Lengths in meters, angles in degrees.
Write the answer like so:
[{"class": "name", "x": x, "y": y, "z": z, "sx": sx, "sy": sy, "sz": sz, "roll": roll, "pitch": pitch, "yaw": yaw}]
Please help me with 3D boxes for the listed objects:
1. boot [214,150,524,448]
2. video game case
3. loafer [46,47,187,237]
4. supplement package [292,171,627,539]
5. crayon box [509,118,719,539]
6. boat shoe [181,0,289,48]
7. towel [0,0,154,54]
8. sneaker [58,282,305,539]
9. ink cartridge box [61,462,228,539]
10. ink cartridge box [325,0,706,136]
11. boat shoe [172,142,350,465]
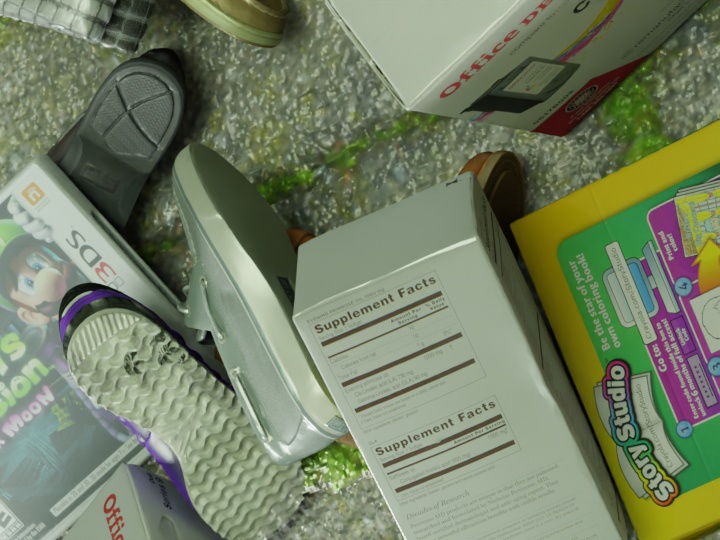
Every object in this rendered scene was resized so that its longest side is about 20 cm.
[{"class": "boot", "x": 0.000, "y": 0.000, "z": 1.678, "sx": 0.155, "sy": 0.074, "sz": 0.200, "roll": 27, "pitch": 99, "yaw": 29}, {"class": "video game case", "x": -0.202, "y": 0.058, "z": 1.772, "sx": 0.200, "sy": 0.023, "sz": 0.182, "roll": -41, "pitch": 93, "yaw": 22}, {"class": "loafer", "x": -0.167, "y": -0.054, "z": 1.779, "sx": 0.072, "sy": 0.063, "sz": 0.200, "roll": 35, "pitch": 112, "yaw": -8}, {"class": "supplement package", "x": 0.054, "y": 0.068, "z": 1.569, "sx": 0.109, "sy": 0.114, "sz": 0.200, "roll": -24, "pitch": 108, "yaw": 9}, {"class": "crayon box", "x": 0.199, "y": 0.030, "z": 1.581, "sx": 0.172, "sy": 0.058, "sz": 0.200, "roll": -27, "pitch": 77, "yaw": 26}, {"class": "boat shoe", "x": -0.099, "y": -0.220, "z": 1.730, "sx": 0.063, "sy": 0.073, "sz": 0.201, "roll": -45, "pitch": 63, "yaw": 25}, {"class": "towel", "x": -0.190, "y": -0.232, "z": 1.700, "sx": 0.200, "sy": 0.086, "sz": 0.166, "roll": 23, "pitch": 97, "yaw": 30}, {"class": "sneaker", "x": -0.109, "y": 0.075, "z": 1.705, "sx": 0.070, "sy": 0.200, "sz": 0.100, "roll": -41, "pitch": 31, "yaw": -2}, {"class": "ink cartridge box", "x": -0.151, "y": 0.238, "z": 1.710, "sx": 0.200, "sy": 0.084, "sz": 0.146, "roll": -51, "pitch": 32, "yaw": 18}, {"class": "ink cartridge box", "x": 0.095, "y": -0.153, "z": 1.555, "sx": 0.148, "sy": 0.200, "sz": 0.086, "roll": -43, "pitch": 71, "yaw": 21}, {"class": "boat shoe", "x": -0.070, "y": 0.020, "z": 1.646, "sx": 0.071, "sy": 0.070, "sz": 0.201, "roll": -38, "pitch": 64, "yaw": 21}]
